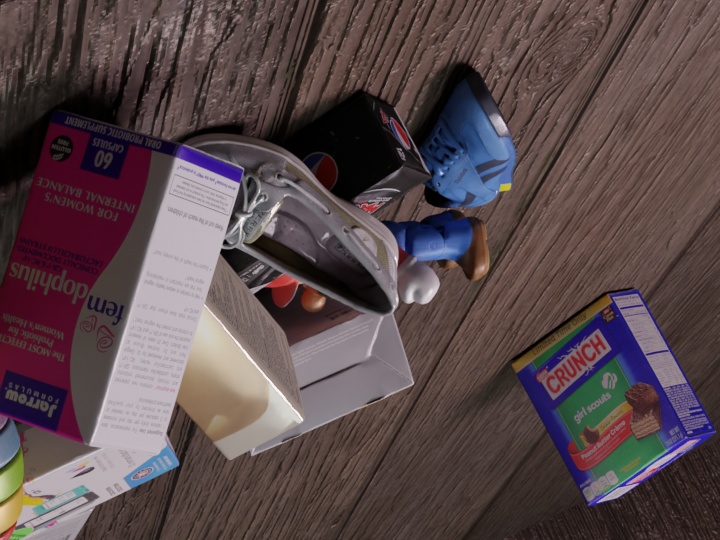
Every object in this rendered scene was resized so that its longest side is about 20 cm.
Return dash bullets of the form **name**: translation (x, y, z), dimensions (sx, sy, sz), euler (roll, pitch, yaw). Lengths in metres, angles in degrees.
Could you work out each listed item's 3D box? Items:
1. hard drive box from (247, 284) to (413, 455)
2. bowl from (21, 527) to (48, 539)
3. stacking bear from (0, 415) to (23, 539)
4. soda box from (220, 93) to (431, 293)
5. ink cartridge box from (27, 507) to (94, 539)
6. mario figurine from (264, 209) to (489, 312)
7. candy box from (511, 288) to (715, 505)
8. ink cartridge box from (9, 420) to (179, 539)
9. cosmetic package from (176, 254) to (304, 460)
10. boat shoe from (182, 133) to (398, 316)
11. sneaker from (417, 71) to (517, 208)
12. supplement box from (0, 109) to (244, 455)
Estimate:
- **hard drive box**: translation (-0.067, 0.075, 1.847), dimensions (0.155, 0.077, 0.200), euler (-22, -165, -16)
- **bowl**: translation (-0.315, 0.173, 1.826), dimensions (0.199, 0.095, 0.201), euler (-22, -172, 3)
- **stacking bear**: translation (-0.290, 0.163, 1.540), dimensions (0.120, 0.202, 0.114), euler (1, -159, 24)
- **soda box**: translation (-0.049, -0.051, 1.664), dimensions (0.199, 0.071, 0.063), euler (-32, 163, 17)
- **ink cartridge box**: translation (-0.353, 0.249, 2.060), dimensions (0.144, 0.084, 0.200), euler (-19, 161, -29)
- **mario figurine**: translation (0.000, 0.000, 1.782), dimensions (0.198, 0.107, 0.124), euler (-3, 156, -19)
- **candy box**: translation (0.301, 0.151, 2.593), dimensions (0.169, 0.201, 0.077), euler (-40, 158, 32)
- **ink cartridge box**: translation (-0.267, 0.116, 1.686), dimensions (0.199, 0.147, 0.147), euler (-25, 163, -4)
- **cosmetic package**: translation (-0.124, 0.036, 1.596), dimensions (0.071, 0.106, 0.200), euler (-28, 130, 11)
- **boat shoe**: translation (-0.053, -0.032, 1.580), dimensions (0.201, 0.065, 0.074), euler (33, 117, -27)
- **sneaker**: translation (0.080, -0.095, 1.750), dimensions (0.078, 0.066, 0.200), euler (-22, 163, -4)
- **supplement box**: translation (-0.166, 0.009, 1.421), dimensions (0.103, 0.100, 0.202), euler (17, 88, -67)
